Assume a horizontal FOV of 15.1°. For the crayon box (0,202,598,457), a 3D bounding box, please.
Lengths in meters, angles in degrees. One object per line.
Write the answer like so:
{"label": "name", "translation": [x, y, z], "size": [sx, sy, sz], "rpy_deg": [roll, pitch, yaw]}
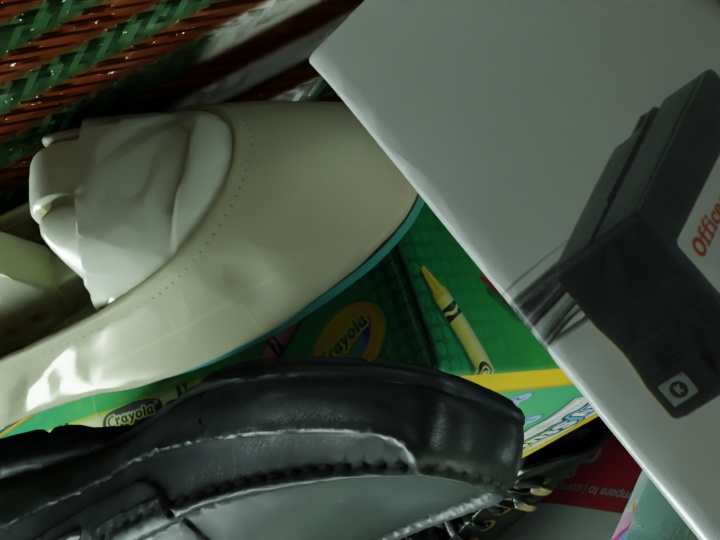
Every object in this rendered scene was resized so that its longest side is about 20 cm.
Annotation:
{"label": "crayon box", "translation": [-0.012, 0.041, 0.793], "size": [0.119, 0.058, 0.200], "rpy_deg": [-3, 157, -47]}

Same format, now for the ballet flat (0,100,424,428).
{"label": "ballet flat", "translation": [-0.077, 0.000, 0.687], "size": [0.200, 0.070, 0.069], "rpy_deg": [-27, 163, 27]}

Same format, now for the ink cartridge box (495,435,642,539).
{"label": "ink cartridge box", "translation": [0.086, 0.168, 0.941], "size": [0.086, 0.148, 0.200], "rpy_deg": [6, -126, 48]}

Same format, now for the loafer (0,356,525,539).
{"label": "loafer", "translation": [-0.038, 0.069, 0.687], "size": [0.068, 0.071, 0.200], "rpy_deg": [24, 151, -40]}

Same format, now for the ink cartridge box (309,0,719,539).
{"label": "ink cartridge box", "translation": [0.100, 0.006, 0.626], "size": [0.084, 0.200, 0.145], "rpy_deg": [-44, 157, 14]}

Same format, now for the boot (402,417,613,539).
{"label": "boot", "translation": [0.010, 0.089, 0.904], "size": [0.138, 0.077, 0.200], "rpy_deg": [-25, -151, 56]}

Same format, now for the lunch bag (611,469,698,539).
{"label": "lunch bag", "translation": [0.151, 0.079, 0.861], "size": [0.122, 0.171, 0.200], "rpy_deg": [6, 151, 44]}
